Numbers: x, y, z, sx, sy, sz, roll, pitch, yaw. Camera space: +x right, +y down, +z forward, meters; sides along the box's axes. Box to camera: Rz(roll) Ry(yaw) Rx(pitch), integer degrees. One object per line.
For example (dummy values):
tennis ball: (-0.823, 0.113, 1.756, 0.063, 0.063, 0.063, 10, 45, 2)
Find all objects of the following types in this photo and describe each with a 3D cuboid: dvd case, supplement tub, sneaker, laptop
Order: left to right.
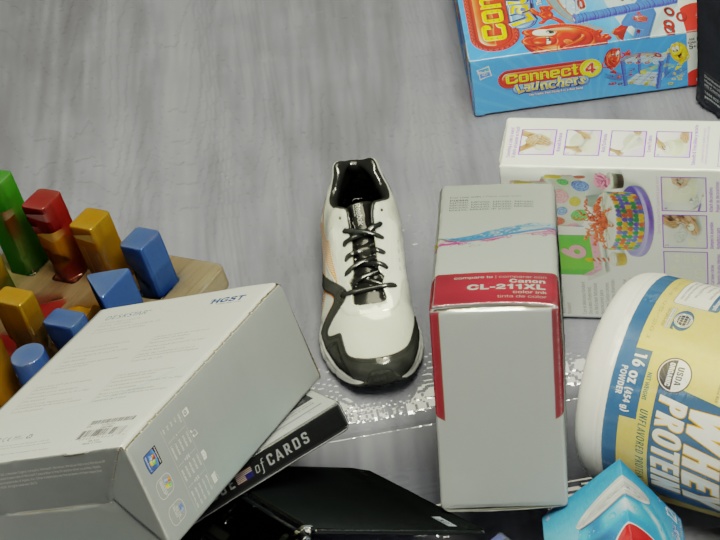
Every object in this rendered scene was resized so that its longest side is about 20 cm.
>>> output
dvd case: (-0.114, 0.113, 1.670, 0.150, 0.025, 0.200, -31, 22, -19)
laptop: (-0.054, 0.193, 1.596, 0.200, 0.103, 0.177, -51, 25, -10)
sneaker: (0.000, 0.000, 1.800, 0.074, 0.080, 0.200, -9, 44, -2)
supplement tub: (0.252, 0.090, 1.612, 0.200, 0.145, 0.145, 14, 47, 23)

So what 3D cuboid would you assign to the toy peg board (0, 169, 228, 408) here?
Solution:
toy peg board: (-0.236, 0.021, 1.772, 0.199, 0.098, 0.200, 9, 44, 36)

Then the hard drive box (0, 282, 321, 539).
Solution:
hard drive box: (-0.143, 0.096, 1.598, 0.156, 0.077, 0.200, -9, 25, 35)

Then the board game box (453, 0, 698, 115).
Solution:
board game box: (0.174, -0.219, 2.025, 0.196, 0.056, 0.200, -8, 42, 0)

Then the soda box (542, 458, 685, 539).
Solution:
soda box: (0.158, 0.199, 1.510, 0.068, 0.064, 0.200, -40, 19, 18)

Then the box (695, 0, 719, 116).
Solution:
box: (0.361, -0.217, 1.887, 0.200, 0.199, 0.123, -29, 46, -21)

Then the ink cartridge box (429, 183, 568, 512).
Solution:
ink cartridge box: (0.092, 0.045, 1.647, 0.083, 0.146, 0.200, -3, 24, 5)

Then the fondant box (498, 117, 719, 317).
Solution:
fondant box: (0.201, -0.034, 1.755, 0.200, 0.144, 0.058, 1, 44, 10)

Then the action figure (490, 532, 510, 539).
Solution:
action figure: (0.040, 0.265, 1.522, 0.200, 0.105, 0.194, -35, 34, 12)
